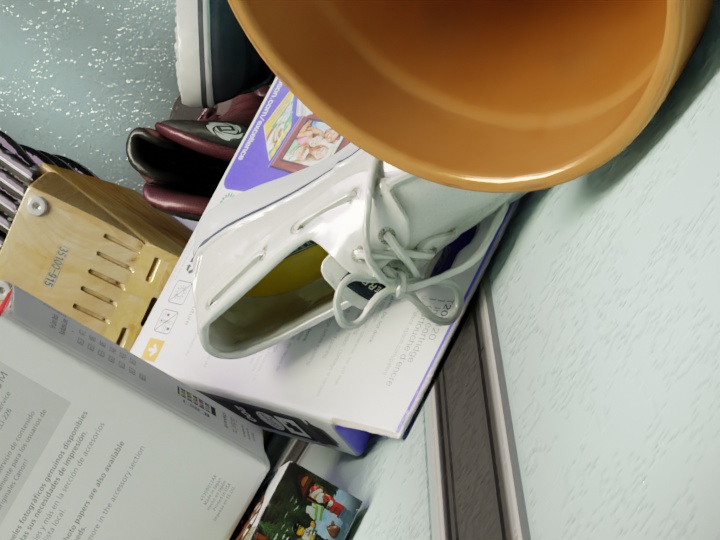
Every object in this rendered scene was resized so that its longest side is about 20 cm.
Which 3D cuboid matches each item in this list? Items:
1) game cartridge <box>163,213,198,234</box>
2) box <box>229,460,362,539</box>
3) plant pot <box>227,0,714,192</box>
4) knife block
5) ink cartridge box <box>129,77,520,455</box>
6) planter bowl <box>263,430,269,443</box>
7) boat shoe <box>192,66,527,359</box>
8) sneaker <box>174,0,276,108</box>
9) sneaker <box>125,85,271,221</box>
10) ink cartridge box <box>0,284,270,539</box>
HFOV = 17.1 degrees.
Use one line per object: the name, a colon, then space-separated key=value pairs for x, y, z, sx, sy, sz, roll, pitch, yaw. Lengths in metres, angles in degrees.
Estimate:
game cartridge: x=-0.106 y=0.068 z=1.283 sx=0.133 sy=0.041 sz=0.201 roll=26 pitch=97 yaw=40
box: x=-0.070 y=0.166 z=1.048 sx=0.137 sy=0.038 sz=0.200 roll=-63 pitch=8 yaw=-20
plant pot: x=0.057 y=-0.151 z=0.902 sx=0.140 sy=0.200 sz=0.200 roll=-47 pitch=-2 yaw=-44
knife block: x=-0.131 y=-0.008 z=1.273 sx=0.176 sy=0.199 sz=0.064 roll=-71 pitch=6 yaw=-80
ink cartridge box: x=0.004 y=-0.017 z=1.094 sx=0.199 sy=0.043 sz=0.199 roll=11 pitch=68 yaw=49
planter bowl: x=-0.123 y=0.114 z=1.394 sx=0.201 sy=0.083 sz=0.201 roll=-57 pitch=9 yaw=14
boat shoe: x=0.005 y=-0.011 z=0.997 sx=0.201 sy=0.075 sz=0.087 roll=-24 pitch=46 yaw=30
sneaker: x=-0.052 y=-0.142 z=1.285 sx=0.200 sy=0.079 sz=0.079 roll=-77 pitch=-13 yaw=-67
sneaker: x=-0.084 y=-0.069 z=1.281 sx=0.200 sy=0.115 sz=0.076 roll=28 pitch=108 yaw=56
ink cartridge box: x=-0.162 y=0.117 z=1.022 sx=0.201 sy=0.175 sz=0.084 roll=-59 pitch=8 yaw=4
